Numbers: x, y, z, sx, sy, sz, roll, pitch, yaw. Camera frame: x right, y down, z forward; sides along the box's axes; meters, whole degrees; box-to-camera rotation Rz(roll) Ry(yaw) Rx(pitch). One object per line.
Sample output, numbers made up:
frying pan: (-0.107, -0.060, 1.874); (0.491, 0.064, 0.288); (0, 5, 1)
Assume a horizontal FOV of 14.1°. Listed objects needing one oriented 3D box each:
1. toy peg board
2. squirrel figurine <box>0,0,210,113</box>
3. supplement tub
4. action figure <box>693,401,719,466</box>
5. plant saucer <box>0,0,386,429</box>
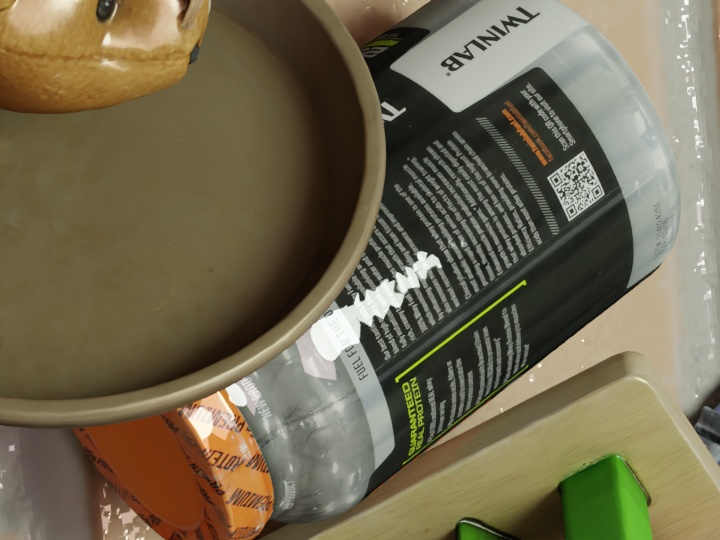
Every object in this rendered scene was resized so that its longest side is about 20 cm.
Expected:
toy peg board: (0.057, 0.166, 0.969); (0.199, 0.098, 0.200); (-28, 115, 16)
squirrel figurine: (-0.108, -0.145, 0.870); (0.199, 0.141, 0.188); (21, 73, -14)
supplement tub: (0.000, 0.000, 0.964); (0.200, 0.122, 0.123); (-36, 112, -26)
action figure: (0.128, 0.136, 1.075); (0.200, 0.104, 0.194); (-50, 127, -18)
plant saucer: (-0.092, -0.033, 0.890); (0.200, 0.200, 0.030); (-36, 155, -25)
